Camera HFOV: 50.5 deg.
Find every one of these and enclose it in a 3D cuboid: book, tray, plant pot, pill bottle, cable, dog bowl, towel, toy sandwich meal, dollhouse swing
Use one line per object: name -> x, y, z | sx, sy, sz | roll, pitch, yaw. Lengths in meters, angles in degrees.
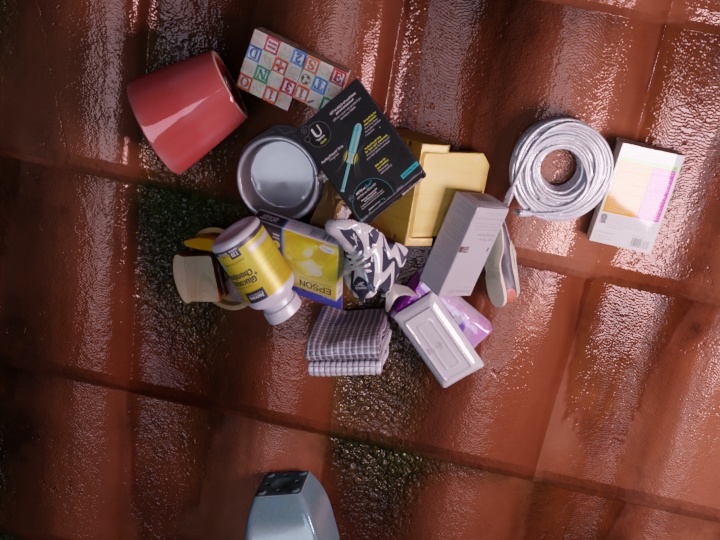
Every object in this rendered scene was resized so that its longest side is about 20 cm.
book -> 0.540, -0.144, 1.501 | 0.130, 0.048, 0.205 | 12, 112, 0
tray -> 0.163, 0.151, 1.587 | 0.106, 0.022, 0.202 | -31, 105, 20
plant pot -> -0.324, -0.318, 1.472 | 0.174, 0.201, 0.204 | -27, 106, 6
pill bottle -> -0.201, 0.003, 1.520 | 0.110, 0.113, 0.203 | -26, 111, 15
plant pot -> -0.167, 0.588, 1.783 | 0.190, 0.197, 0.206 | -6, 102, 9
cable -> 0.388, -0.196, 1.487 | 0.194, 0.069, 0.205 | 12, 110, 2
dog bowl -> -0.164, -0.191, 1.560 | 0.194, 0.059, 0.206 | 2, 110, 6
towel -> -0.022, 0.140, 1.590 | 0.161, 0.201, 0.088 | -5, 111, 11
toy sandwich meal -> -0.309, 0.004, 1.617 | 0.200, 0.070, 0.211 | 13, 118, 25
dollhouse swing -> 0.131, -0.173, 1.544 | 0.180, 0.173, 0.205 | 28, 119, 41

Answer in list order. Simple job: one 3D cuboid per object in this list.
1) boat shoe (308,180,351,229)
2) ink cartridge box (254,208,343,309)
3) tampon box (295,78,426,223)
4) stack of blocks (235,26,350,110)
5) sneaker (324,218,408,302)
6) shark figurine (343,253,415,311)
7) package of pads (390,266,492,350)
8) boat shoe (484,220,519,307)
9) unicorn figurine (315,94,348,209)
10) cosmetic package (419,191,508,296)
boat shoe -> -0.039, -0.150, 1.558 | 0.070, 0.069, 0.203 | 34, 101, 20
ink cartridge box -> -0.128, -0.011, 1.574 | 0.193, 0.047, 0.204 | 17, 130, 16
tampon box -> 0.004, -0.211, 1.386 | 0.149, 0.126, 0.202 | -37, 87, 7
stack of blocks -> -0.130, -0.375, 1.487 | 0.196, 0.059, 0.117 | 24, 111, -3
sneaker -> 0.000, -0.012, 1.462 | 0.197, 0.078, 0.133 | 27, 74, -43
shark figurine -> 0.013, -0.008, 1.585 | 0.210, 0.089, 0.131 | 14, 123, 35
package of pads -> 0.171, 0.100, 1.618 | 0.198, 0.076, 0.121 | 38, 108, -8
boat shoe -> 0.290, -0.028, 1.566 | 0.061, 0.070, 0.206 | -21, 109, -31
unicorn figurine -> -0.022, -0.214, 1.490 | 0.137, 0.074, 0.200 | -44, 89, 3
cosmetic package -> 0.204, -0.050, 1.513 | 0.100, 0.074, 0.204 | -2, 121, -39
